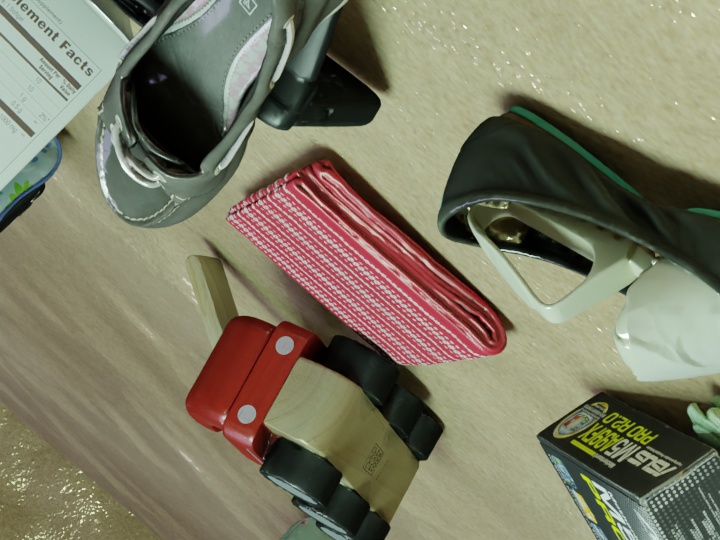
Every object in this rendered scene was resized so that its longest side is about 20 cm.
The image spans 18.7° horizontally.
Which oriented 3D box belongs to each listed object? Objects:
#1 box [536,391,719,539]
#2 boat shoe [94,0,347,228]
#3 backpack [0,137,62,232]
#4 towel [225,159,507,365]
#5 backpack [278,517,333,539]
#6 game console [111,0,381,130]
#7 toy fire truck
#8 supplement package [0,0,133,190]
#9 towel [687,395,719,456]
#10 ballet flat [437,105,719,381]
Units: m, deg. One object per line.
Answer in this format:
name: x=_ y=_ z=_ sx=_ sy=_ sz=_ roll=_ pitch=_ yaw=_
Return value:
box: x=0.171 y=0.163 z=1.048 sx=0.201 sy=0.044 sz=0.160 roll=59 pitch=173 yaw=-13
boat shoe: x=-0.066 y=-0.076 z=0.852 sx=0.067 sy=0.057 sz=0.200 roll=47 pitch=135 yaw=5
backpack: x=-0.312 y=-0.095 z=1.437 sx=0.200 sy=0.183 sz=0.147 roll=46 pitch=142 yaw=-4
towel: x=0.000 y=0.000 z=1.203 sx=0.144 sy=0.023 sz=0.200 roll=42 pitch=168 yaw=-8
backpack: x=-0.055 y=0.338 z=1.972 sx=0.176 sy=0.200 sz=0.154 roll=39 pitch=150 yaw=15
game console: x=-0.068 y=-0.161 z=0.918 sx=0.200 sy=0.117 sz=0.176 roll=38 pitch=-165 yaw=14
toy fire truck: x=-0.059 y=0.068 z=1.379 sx=0.199 sy=0.129 sz=0.176 roll=24 pitch=167 yaw=24
supplement package: x=-0.200 y=-0.131 z=1.057 sx=0.156 sy=0.111 sz=0.200 roll=45 pitch=-177 yaw=-13
towel: x=0.216 y=0.160 z=0.992 sx=0.200 sy=0.023 sz=0.153 roll=54 pitch=173 yaw=29
ballet flat: x=0.107 y=0.003 z=0.838 sx=0.199 sy=0.068 sz=0.068 roll=29 pitch=161 yaw=40
